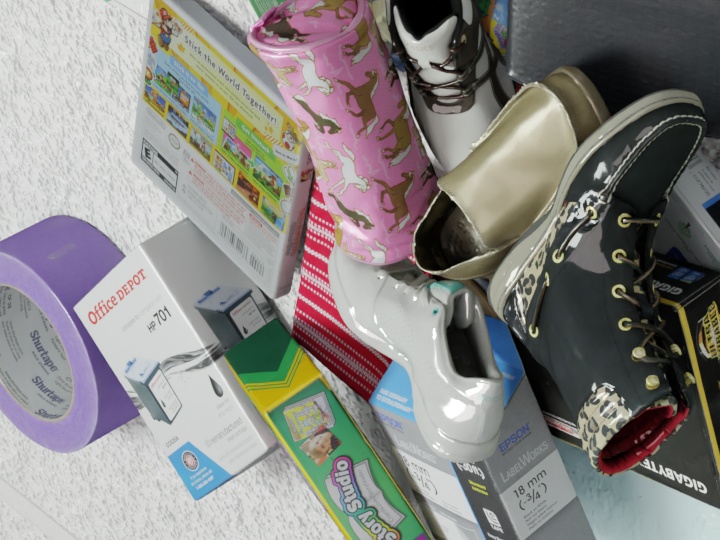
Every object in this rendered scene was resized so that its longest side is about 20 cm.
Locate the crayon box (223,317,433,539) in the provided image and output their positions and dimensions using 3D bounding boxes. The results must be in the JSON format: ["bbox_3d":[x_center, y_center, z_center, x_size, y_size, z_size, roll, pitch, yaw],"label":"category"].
[{"bbox_3d":[-0.017,0.148,1.708,0.200,0.058,0.173,57,175,-18],"label":"crayon box"}]

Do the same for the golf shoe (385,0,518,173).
[{"bbox_3d":[0.050,-0.138,1.439,0.077,0.094,0.201,-4,110,25],"label":"golf shoe"}]

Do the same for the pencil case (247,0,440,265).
[{"bbox_3d":[-0.005,-0.094,1.473,0.087,0.083,0.200,-118,2,-53],"label":"pencil case"}]

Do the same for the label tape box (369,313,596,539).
[{"bbox_3d":[0.077,0.120,1.593,0.144,0.063,0.201,19,140,56],"label":"label tape box"}]

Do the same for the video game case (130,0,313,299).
[{"bbox_3d":[-0.110,-0.104,1.762,0.200,0.023,0.183,44,140,31],"label":"video game case"}]

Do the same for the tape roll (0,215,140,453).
[{"bbox_3d":[-0.272,0.058,2.013,0.200,0.085,0.201,28,133,35],"label":"tape roll"}]

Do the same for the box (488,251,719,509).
[{"bbox_3d":[0.174,0.057,1.472,0.200,0.049,0.160,22,135,52],"label":"box"}]

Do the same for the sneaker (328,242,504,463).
[{"bbox_3d":[0.047,0.030,1.503,0.200,0.075,0.089,56,145,34],"label":"sneaker"}]

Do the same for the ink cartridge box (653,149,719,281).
[{"bbox_3d":[0.193,-0.006,1.464,0.100,0.039,0.200,53,153,9],"label":"ink cartridge box"}]

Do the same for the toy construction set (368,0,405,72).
[{"bbox_3d":[-0.012,-0.219,1.497,0.092,0.131,0.200,-9,134,16],"label":"toy construction set"}]

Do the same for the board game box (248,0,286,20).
[{"bbox_3d":[-0.057,-0.206,1.573,0.029,0.135,0.201,-26,93,11],"label":"board game box"}]

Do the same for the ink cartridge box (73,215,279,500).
[{"bbox_3d":[-0.133,0.072,1.865,0.200,0.086,0.146,56,142,4],"label":"ink cartridge box"}]

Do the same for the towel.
[{"bbox_3d":[0.000,0.000,1.682,0.145,0.022,0.201,39,131,42],"label":"towel"}]

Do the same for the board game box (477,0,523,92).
[{"bbox_3d":[0.136,-0.153,1.451,0.200,0.039,0.159,-20,97,52],"label":"board game box"}]

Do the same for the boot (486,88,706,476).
[{"bbox_3d":[0.167,0.008,1.329,0.204,0.073,0.154,-54,47,36],"label":"boot"}]

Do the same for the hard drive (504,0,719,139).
[{"bbox_3d":[0.181,-0.149,1.363,0.199,0.042,0.135,16,127,22],"label":"hard drive"}]

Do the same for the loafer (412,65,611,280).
[{"bbox_3d":[0.094,-0.050,1.405,0.076,0.067,0.200,53,142,19],"label":"loafer"}]

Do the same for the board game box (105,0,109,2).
[{"bbox_3d":[-0.170,-0.288,1.689,0.200,0.034,0.136,-9,106,62],"label":"board game box"}]

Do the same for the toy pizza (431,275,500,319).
[{"bbox_3d":[0.054,0.073,1.696,0.200,0.032,0.201,27,131,36],"label":"toy pizza"}]
